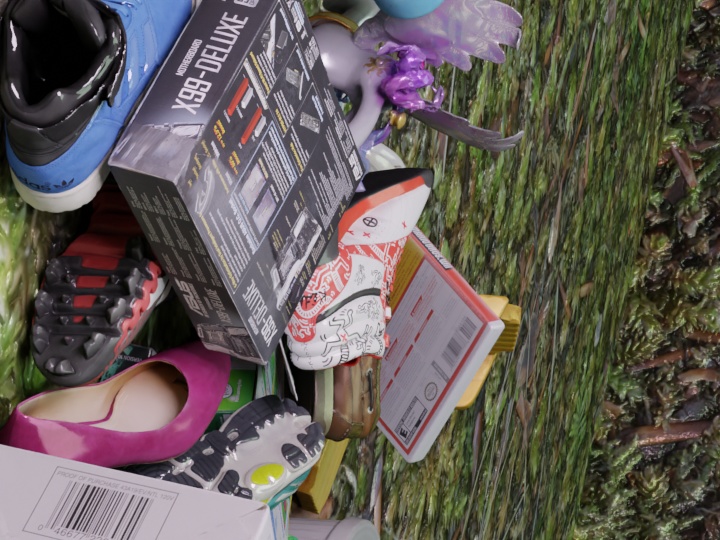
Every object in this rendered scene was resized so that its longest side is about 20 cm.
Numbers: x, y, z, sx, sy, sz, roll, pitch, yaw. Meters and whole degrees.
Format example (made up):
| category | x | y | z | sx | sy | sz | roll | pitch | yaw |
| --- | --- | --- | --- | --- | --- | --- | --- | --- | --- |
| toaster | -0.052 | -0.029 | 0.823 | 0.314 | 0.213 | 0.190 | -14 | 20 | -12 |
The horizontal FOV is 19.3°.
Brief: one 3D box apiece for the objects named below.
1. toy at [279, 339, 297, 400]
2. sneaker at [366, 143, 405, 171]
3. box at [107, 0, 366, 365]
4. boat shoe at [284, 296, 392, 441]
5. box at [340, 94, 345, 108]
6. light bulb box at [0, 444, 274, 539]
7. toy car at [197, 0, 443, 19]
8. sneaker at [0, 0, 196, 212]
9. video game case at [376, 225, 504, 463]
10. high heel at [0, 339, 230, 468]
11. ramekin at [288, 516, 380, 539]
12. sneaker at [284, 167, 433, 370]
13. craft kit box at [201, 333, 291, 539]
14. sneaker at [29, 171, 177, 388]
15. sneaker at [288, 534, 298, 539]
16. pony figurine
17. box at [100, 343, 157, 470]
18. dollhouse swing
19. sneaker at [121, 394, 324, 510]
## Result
| category | x | y | z | sx | sy | sz | roll | pitch | yaw |
| --- | --- | --- | --- | --- | --- | --- | --- | --- | --- |
| toy | -0.093 | -0.009 | 1.427 | 0.115 | 0.047 | 0.202 | -118 | -168 | -84 |
| sneaker | -0.008 | -0.036 | 1.763 | 0.081 | 0.075 | 0.201 | -52 | 161 | -33 |
| box | -0.069 | -0.062 | 1.285 | 0.158 | 0.049 | 0.200 | -63 | 153 | -25 |
| boat shoe | -0.015 | 0.027 | 1.589 | 0.068 | 0.072 | 0.202 | 3 | 95 | -29 |
| box | -0.053 | -0.119 | 1.635 | 0.200 | 0.041 | 0.120 | 36 | 64 | -70 |
| light bulb box | -0.148 | 0.221 | 1.183 | 0.201 | 0.197 | 0.125 | 85 | 22 | -43 |
| toy car | -0.061 | -0.186 | 1.363 | 0.201 | 0.176 | 0.184 | -63 | 149 | -15 |
| sneaker | -0.149 | -0.142 | 1.203 | 0.111 | 0.076 | 0.201 | 90 | 21 | -61 |
| video game case | 0.014 | 0.027 | 1.617 | 0.017 | 0.200 | 0.143 | -9 | 138 | -45 |
| high heel | -0.147 | 0.076 | 1.302 | 0.200 | 0.067 | 0.096 | -33 | 145 | -38 |
| ramekin | -0.055 | 0.297 | 1.758 | 0.202 | 0.093 | 0.204 | 9 | 90 | -75 |
| sneaker | -0.001 | 0.000 | 1.500 | 0.201 | 0.067 | 0.109 | -37 | 119 | -57 |
| craft kit box | -0.079 | 0.104 | 1.573 | 0.198 | 0.048 | 0.201 | -82 | 170 | -49 |
| sneaker | -0.144 | 0.002 | 1.313 | 0.098 | 0.070 | 0.201 | 77 | 25 | -49 |
| sneaker | -0.097 | 0.277 | 1.611 | 0.074 | 0.083 | 0.201 | 73 | 30 | -58 |
| pony figurine | 0.009 | -0.139 | 1.491 | 0.200 | 0.192 | 0.167 | -48 | 158 | -30 |
| box | -0.156 | 0.162 | 1.429 | 0.144 | 0.036 | 0.202 | 53 | 47 | -69 |
| dollhouse swing | 0.042 | 0.123 | 1.848 | 0.200 | 0.180 | 0.177 | 86 | 9 | -75 |
| sneaker | -0.099 | 0.154 | 1.387 | 0.199 | 0.077 | 0.080 | -22 | 147 | -46 |
